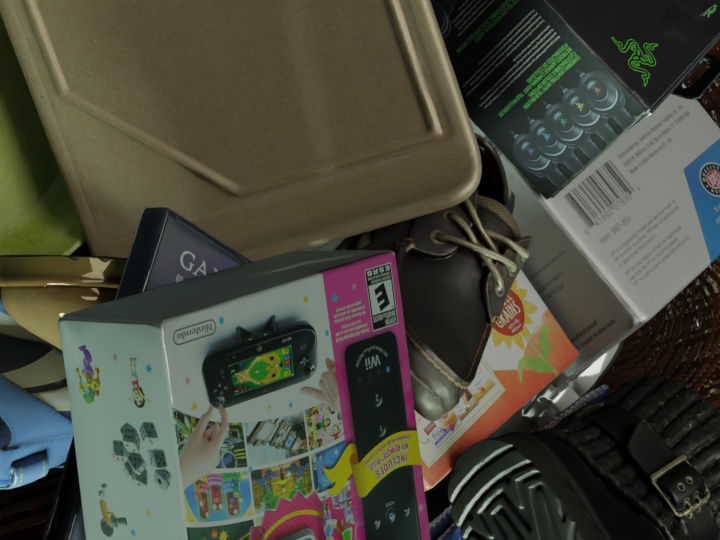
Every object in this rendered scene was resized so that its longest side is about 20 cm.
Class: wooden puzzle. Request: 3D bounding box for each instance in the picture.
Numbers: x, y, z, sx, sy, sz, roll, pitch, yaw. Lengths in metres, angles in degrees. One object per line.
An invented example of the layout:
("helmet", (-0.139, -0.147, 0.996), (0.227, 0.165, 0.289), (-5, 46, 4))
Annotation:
("wooden puzzle", (-0.059, -0.105, 1.180), (0.037, 0.184, 0.201), (-57, 130, -73))

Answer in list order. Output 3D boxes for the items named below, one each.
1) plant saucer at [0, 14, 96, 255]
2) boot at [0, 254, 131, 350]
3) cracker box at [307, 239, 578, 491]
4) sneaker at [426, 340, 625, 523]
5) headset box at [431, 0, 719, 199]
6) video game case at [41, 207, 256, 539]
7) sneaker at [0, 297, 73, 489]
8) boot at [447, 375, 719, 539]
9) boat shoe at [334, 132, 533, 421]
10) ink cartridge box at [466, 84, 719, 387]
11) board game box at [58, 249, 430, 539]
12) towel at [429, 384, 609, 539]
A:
("plant saucer", (-0.178, -0.093, 1.186), (0.199, 0.031, 0.201), (7, 81, -46))
("boot", (-0.089, 0.100, 1.136), (0.174, 0.066, 0.201), (13, 80, -39))
("cracker box", (0.000, 0.000, 1.307), (0.134, 0.058, 0.201), (-37, 94, -41))
("sneaker", (0.044, 0.064, 1.395), (0.115, 0.075, 0.200), (44, 60, -12))
("headset box", (0.098, -0.159, 1.327), (0.200, 0.093, 0.174), (47, 48, -1))
("video game case", (-0.067, 0.095, 1.104), (0.143, 0.019, 0.201), (34, 64, -45))
("sneaker", (-0.152, 0.061, 1.173), (0.199, 0.074, 0.083), (21, 73, -36))
("boot", (0.147, 0.152, 1.280), (0.157, 0.079, 0.212), (-10, 70, -49))
("boat shoe", (0.034, -0.009, 1.199), (0.074, 0.073, 0.200), (41, 21, -21))
("ink cartridge box", (0.097, -0.065, 1.390), (0.200, 0.084, 0.145), (51, 47, 2))
("board game box", (-0.039, 0.103, 1.076), (0.147, 0.064, 0.201), (-17, 104, -48))
("towel", (0.087, 0.173, 1.381), (0.145, 0.024, 0.201), (-37, 138, -34))
